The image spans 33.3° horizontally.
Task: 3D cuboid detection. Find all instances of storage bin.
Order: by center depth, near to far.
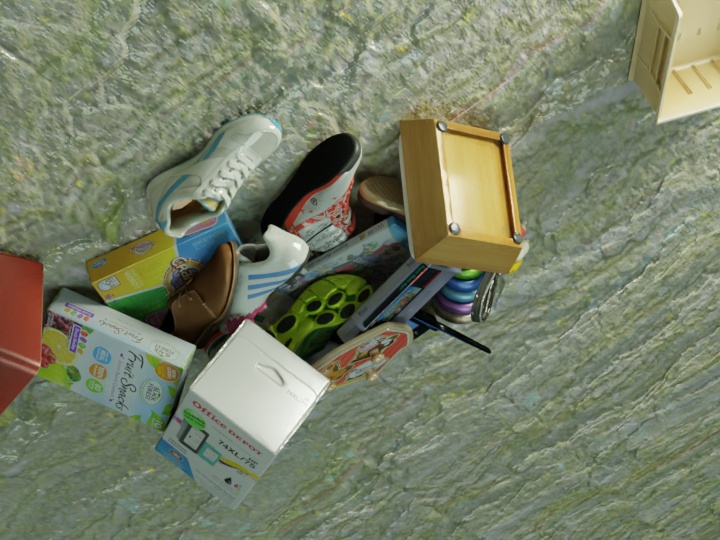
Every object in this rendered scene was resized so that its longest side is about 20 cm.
[{"bbox_3d":[0.478,-0.320,1.603,0.200,0.094,0.199,-15,141,-10],"label":"storage bin"}]

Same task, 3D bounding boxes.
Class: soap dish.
[{"bbox_3d":[0.135,-0.102,1.594,0.157,0.200,0.081,8,157,-33],"label":"soap dish"}]

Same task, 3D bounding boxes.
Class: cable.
[{"bbox_3d":[0.212,-0.006,1.788,0.050,0.200,0.097,11,129,14],"label":"cable"}]

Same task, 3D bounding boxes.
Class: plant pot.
[{"bbox_3d":[-0.522,0.080,1.490,0.176,0.200,0.200,29,119,-32],"label":"plant pot"}]

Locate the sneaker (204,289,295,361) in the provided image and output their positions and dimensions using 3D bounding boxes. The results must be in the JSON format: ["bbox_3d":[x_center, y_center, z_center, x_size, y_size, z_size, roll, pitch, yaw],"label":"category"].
[{"bbox_3d":[-0.145,0.097,1.768,0.200,0.093,0.070,-41,139,21],"label":"sneaker"}]

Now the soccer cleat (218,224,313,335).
[{"bbox_3d":[-0.148,0.009,1.631,0.086,0.070,0.200,35,125,-18],"label":"soccer cleat"}]

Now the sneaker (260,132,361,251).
[{"bbox_3d":[-0.037,-0.101,1.616,0.108,0.067,0.201,15,131,-40],"label":"sneaker"}]

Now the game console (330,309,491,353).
[{"bbox_3d":[0.074,0.110,1.852,0.176,0.117,0.200,-35,152,15],"label":"game console"}]

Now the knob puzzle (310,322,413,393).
[{"bbox_3d":[-0.001,0.133,1.712,0.219,0.030,0.220,-25,161,-9],"label":"knob puzzle"}]

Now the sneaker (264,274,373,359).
[{"bbox_3d":[-0.067,0.072,1.710,0.200,0.074,0.084,-36,168,13],"label":"sneaker"}]

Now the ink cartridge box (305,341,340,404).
[{"bbox_3d":[-0.124,0.188,1.856,0.200,0.085,0.146,-45,163,23],"label":"ink cartridge box"}]

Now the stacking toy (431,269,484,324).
[{"bbox_3d":[0.159,-0.015,1.811,0.085,0.085,0.200,-10,136,-17],"label":"stacking toy"}]

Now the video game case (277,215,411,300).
[{"bbox_3d":[0.000,0.000,1.708,0.200,0.018,0.143,-29,146,21],"label":"video game case"}]

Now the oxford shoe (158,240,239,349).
[{"bbox_3d":[-0.217,0.035,1.614,0.071,0.071,0.200,9,133,-28],"label":"oxford shoe"}]

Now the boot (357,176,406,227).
[{"bbox_3d":[0.035,-0.044,1.713,0.200,0.072,0.166,15,126,-43],"label":"boot"}]

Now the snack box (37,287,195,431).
[{"bbox_3d":[-0.337,0.123,1.649,0.200,0.053,0.142,24,133,1],"label":"snack box"}]

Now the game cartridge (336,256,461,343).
[{"bbox_3d":[0.065,0.033,1.683,0.200,0.038,0.130,-45,163,14],"label":"game cartridge"}]

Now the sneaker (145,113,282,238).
[{"bbox_3d":[-0.176,-0.117,1.513,0.200,0.081,0.076,-36,139,13],"label":"sneaker"}]

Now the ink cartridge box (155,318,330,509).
[{"bbox_3d":[-0.164,0.199,1.652,0.146,0.147,0.200,-51,177,-39],"label":"ink cartridge box"}]

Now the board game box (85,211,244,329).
[{"bbox_3d":[-0.250,0.004,1.647,0.200,0.040,0.153,-24,142,1],"label":"board game box"}]
